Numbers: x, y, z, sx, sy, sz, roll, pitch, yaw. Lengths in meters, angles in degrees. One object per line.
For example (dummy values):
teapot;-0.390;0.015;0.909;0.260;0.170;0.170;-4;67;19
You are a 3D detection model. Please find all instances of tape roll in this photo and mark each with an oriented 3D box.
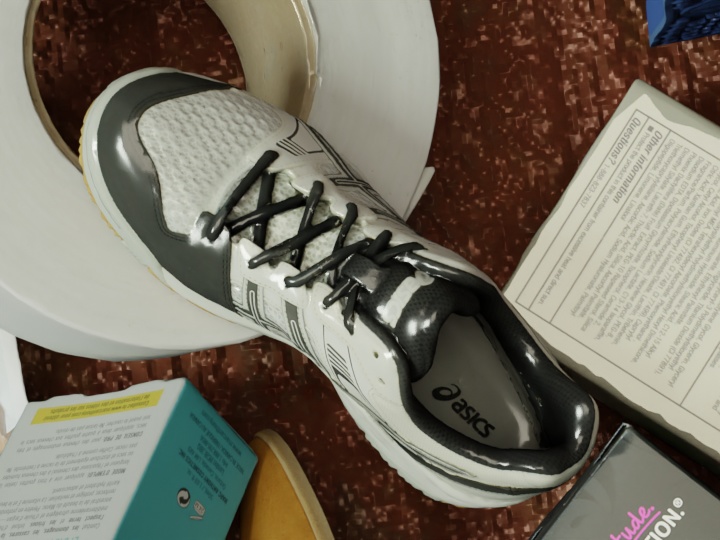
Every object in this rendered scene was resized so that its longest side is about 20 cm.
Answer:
tape roll;-0.074;-0.069;0.762;0.202;0.071;0.203;3;82;-22

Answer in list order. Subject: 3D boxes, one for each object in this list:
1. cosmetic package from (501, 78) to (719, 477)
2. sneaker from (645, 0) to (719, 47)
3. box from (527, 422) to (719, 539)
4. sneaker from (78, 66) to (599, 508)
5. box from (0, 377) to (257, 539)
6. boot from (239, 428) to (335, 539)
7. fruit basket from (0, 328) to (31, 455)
cosmetic package;0.155;0.030;0.764;0.200;0.073;0.104;33;87;8
sneaker;0.122;-0.129;0.723;0.070;0.200;0.078;-12;87;-5
box;0.128;0.160;0.712;0.200;0.149;0.124;39;89;8
sneaker;0.000;0.000;0.699;0.200;0.088;0.076;39;74;-13
box;-0.109;0.131;0.718;0.082;0.049;0.200;-11;43;37
boot;-0.061;0.156;0.736;0.144;0.071;0.202;-20;53;-4
fruit basket;-0.216;0.049;0.790;0.185;0.094;0.201;-10;85;4
